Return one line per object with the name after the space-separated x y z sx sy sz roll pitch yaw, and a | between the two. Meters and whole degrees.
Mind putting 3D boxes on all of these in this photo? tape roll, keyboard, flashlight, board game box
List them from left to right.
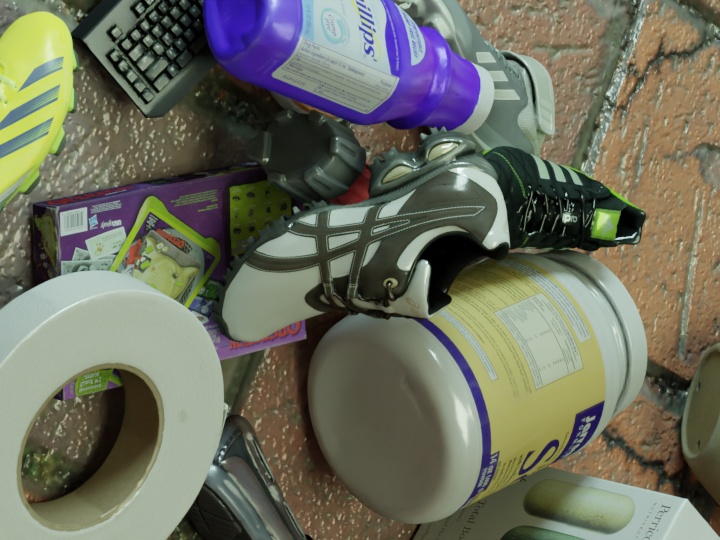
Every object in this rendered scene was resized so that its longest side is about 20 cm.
-0.167 0.098 1.572 0.203 0.037 0.203 -23 125 -37 | tape roll
-0.114 0.002 1.643 0.200 0.032 0.120 -13 104 -43 | board game box
-0.096 -0.200 1.601 0.200 0.021 0.127 -48 111 -16 | keyboard
0.008 -0.051 1.694 0.068 0.068 0.200 -46 153 6 | flashlight

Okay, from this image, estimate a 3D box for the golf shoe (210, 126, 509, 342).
0.000 0.000 1.615 0.200 0.095 0.078 -34 152 16 | golf shoe

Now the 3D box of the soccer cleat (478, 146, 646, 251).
0.125 -0.042 1.756 0.200 0.081 0.068 -1 107 -61 | soccer cleat

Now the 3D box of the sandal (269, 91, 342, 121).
-0.034 -0.180 1.667 0.079 0.059 0.207 -40 124 -33 | sandal

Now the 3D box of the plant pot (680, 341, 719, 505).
0.320 0.117 2.013 0.134 0.200 0.201 14 87 -10 | plant pot

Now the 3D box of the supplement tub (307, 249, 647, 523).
0.080 0.071 1.768 0.200 0.145 0.146 -21 112 -41 | supplement tub

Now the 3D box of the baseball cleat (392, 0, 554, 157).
0.073 -0.134 1.789 0.106 0.070 0.200 -52 140 -33 | baseball cleat

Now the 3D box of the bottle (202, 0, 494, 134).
-0.003 -0.131 1.620 0.200 0.065 0.084 19 45 -40 | bottle

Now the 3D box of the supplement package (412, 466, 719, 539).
0.146 0.236 1.826 0.151 0.200 0.152 48 63 -39 | supplement package

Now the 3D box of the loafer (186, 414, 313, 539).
-0.050 0.178 1.714 0.063 0.072 0.200 -52 127 -31 | loafer

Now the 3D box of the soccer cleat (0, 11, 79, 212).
-0.224 -0.066 1.494 0.084 0.065 0.200 39 70 -40 | soccer cleat
